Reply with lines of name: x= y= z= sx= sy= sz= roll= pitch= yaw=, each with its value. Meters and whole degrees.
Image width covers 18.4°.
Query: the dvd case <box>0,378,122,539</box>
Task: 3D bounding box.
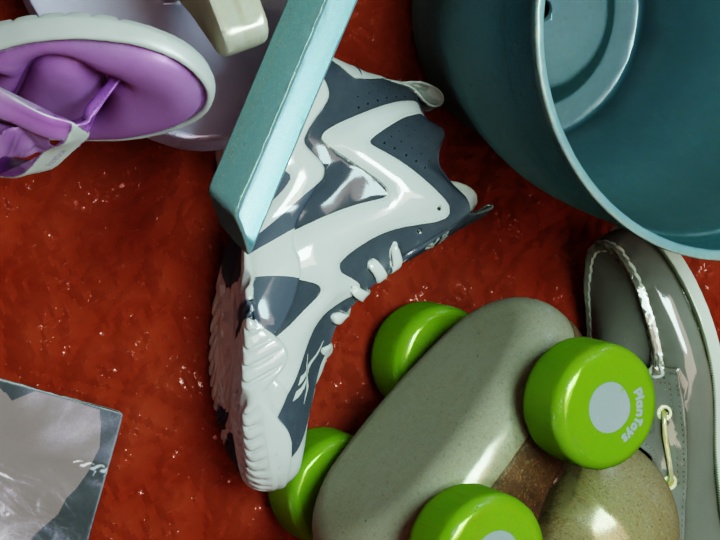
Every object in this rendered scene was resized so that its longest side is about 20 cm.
dvd case: x=-0.214 y=0.108 z=0.962 sx=0.199 sy=0.016 sz=0.150 roll=18 pitch=85 yaw=-23

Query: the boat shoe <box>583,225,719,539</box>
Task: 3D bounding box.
boat shoe: x=0.140 y=0.077 z=1.090 sx=0.060 sy=0.072 sz=0.204 roll=-18 pitch=103 yaw=-27

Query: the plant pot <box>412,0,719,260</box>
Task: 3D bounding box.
plant pot: x=0.122 y=-0.116 z=1.008 sx=0.198 sy=0.188 sz=0.202 roll=-4 pitch=99 yaw=-24

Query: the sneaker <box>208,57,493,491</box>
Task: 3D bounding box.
sneaker: x=0.000 y=0.000 z=1.019 sx=0.128 sy=0.079 sz=0.201 roll=1 pitch=81 yaw=-16

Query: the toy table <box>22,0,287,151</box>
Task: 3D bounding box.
toy table: x=-0.083 y=-0.161 z=0.928 sx=0.183 sy=0.117 sz=0.201 roll=-32 pitch=85 yaw=-14

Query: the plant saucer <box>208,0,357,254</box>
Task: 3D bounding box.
plant saucer: x=-0.016 y=-0.107 z=0.902 sx=0.019 sy=0.070 sz=0.201 roll=22 pitch=79 yaw=6

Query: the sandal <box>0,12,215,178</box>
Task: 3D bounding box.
sandal: x=-0.151 y=-0.062 z=0.906 sx=0.083 sy=0.201 sz=0.050 roll=50 pitch=45 yaw=-56

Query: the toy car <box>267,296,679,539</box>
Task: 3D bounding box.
toy car: x=0.086 y=0.127 z=1.024 sx=0.158 sy=0.164 sz=0.200 roll=-50 pitch=116 yaw=-14
